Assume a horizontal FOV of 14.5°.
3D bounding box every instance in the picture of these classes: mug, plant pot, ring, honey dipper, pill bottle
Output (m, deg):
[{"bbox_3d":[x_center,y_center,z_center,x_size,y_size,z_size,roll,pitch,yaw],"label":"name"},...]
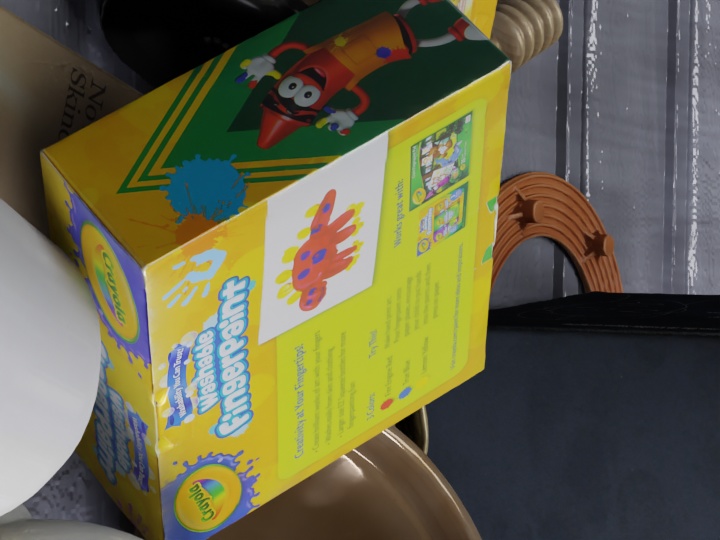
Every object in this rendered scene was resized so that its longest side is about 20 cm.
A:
[{"bbox_3d":[-0.185,0.024,1.002,0.153,0.186,0.150,31,56,-53],"label":"mug"},{"bbox_3d":[-0.036,0.160,1.268,0.201,0.093,0.201,24,52,-35],"label":"plant pot"},{"bbox_3d":[0.105,0.045,1.571,0.200,0.019,0.201,-3,94,-57],"label":"ring"},{"bbox_3d":[0.039,-0.099,1.460,0.200,0.038,0.038,-35,119,-46],"label":"honey dipper"},{"bbox_3d":[-0.035,-0.176,1.276,0.112,0.112,0.200,49,52,-44],"label":"pill bottle"}]

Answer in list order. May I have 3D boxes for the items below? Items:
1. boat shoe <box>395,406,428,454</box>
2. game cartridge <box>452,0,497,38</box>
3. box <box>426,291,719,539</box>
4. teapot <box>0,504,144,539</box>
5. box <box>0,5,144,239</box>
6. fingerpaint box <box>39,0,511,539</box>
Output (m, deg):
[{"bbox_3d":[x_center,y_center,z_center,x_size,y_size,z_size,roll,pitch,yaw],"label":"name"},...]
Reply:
[{"bbox_3d":[0.000,0.000,1.353,0.072,0.076,0.200,-28,113,-39],"label":"boat shoe"},{"bbox_3d":[-0.003,-0.062,1.230,0.200,0.032,0.176,-51,163,-32],"label":"game cartridge"},{"bbox_3d":[0.160,0.079,1.458,0.196,0.200,0.124,-5,95,-56],"label":"box"},{"bbox_3d":[-0.120,0.190,1.123,0.146,0.197,0.200,-126,-120,-87],"label":"teapot"},{"bbox_3d":[-0.150,-0.045,1.134,0.200,0.078,0.095,29,67,-53],"label":"box"},{"bbox_3d":[-0.032,-0.002,1.101,0.167,0.073,0.200,-31,149,-21],"label":"fingerpaint box"}]
